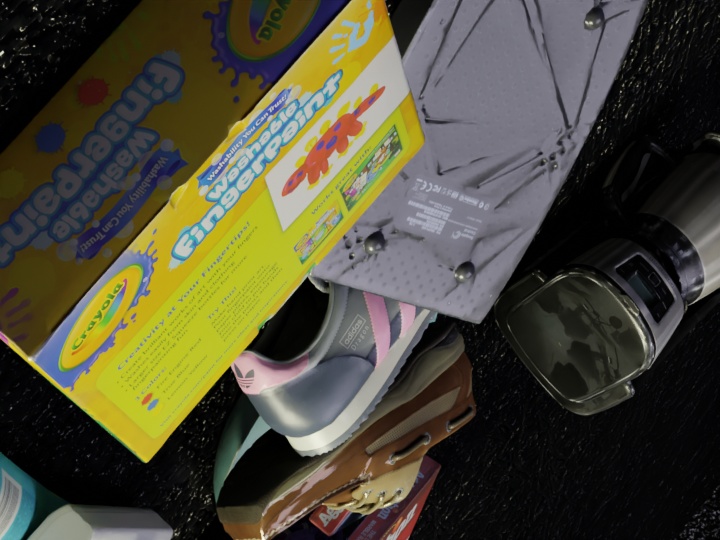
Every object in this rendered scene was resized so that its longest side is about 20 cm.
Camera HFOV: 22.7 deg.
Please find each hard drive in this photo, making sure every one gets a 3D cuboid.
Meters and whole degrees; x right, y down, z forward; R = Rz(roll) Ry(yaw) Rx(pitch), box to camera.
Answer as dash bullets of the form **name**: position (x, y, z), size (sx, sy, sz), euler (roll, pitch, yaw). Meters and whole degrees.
- **hard drive**: position (0.055, -0.078, 0.920), size (0.135, 0.042, 0.200), euler (16, 106, -39)
- **hard drive**: position (-0.164, 0.176, 0.918), size (0.132, 0.026, 0.200), euler (-48, 172, -3)

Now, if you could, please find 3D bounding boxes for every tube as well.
- **tube**: position (-0.174, 0.121, 0.843), size (0.077, 0.050, 0.200), euler (-41, 163, -12)

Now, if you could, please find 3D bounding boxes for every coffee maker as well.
- **coffee maker**: position (0.208, 0.016, 1.366), size (0.200, 0.135, 0.192), euler (-38, 156, -33)

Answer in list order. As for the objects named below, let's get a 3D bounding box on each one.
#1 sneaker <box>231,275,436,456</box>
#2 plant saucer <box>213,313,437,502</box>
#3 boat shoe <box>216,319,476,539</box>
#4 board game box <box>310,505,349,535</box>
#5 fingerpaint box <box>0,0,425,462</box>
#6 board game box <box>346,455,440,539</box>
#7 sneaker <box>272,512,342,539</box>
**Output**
- **sneaker**: position (0.000, 0.000, 0.989), size (0.082, 0.070, 0.200), euler (46, 60, -31)
- **plant saucer**: position (-0.025, 0.075, 1.113), size (0.200, 0.027, 0.200), euler (-44, 159, -23)
- **boat shoe**: position (0.005, 0.104, 1.042), size (0.200, 0.074, 0.076), euler (-36, -163, -37)
- **board game box**: position (0.017, 0.128, 1.229), size (0.103, 0.019, 0.200), euler (-51, 172, 1)
- **fingerpaint box**: position (-0.071, -0.034, 0.757), size (0.200, 0.073, 0.167), euler (-49, 161, -9)
- **board game box**: position (-0.013, 0.209, 1.170), size (0.200, 0.019, 0.103), euler (-43, 159, -49)
- **sneaker**: position (-0.063, 0.193, 1.196), size (0.200, 0.080, 0.084), euler (13, 96, -76)
